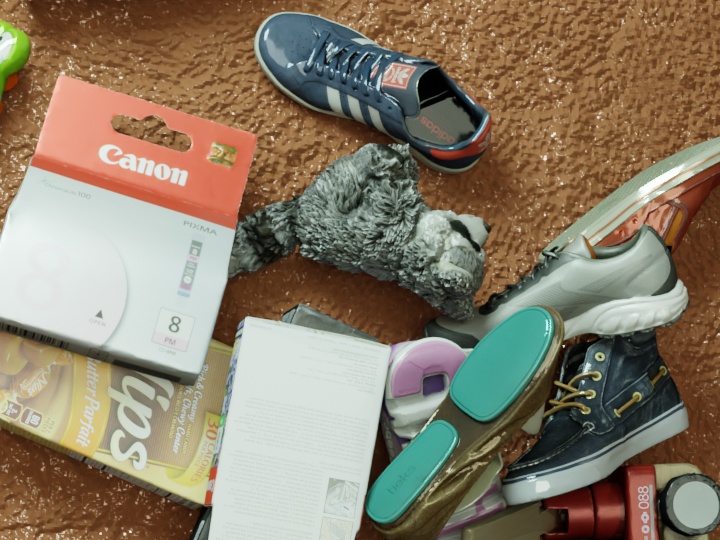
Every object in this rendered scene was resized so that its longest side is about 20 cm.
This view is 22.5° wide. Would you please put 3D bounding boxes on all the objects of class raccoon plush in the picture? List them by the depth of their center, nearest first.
[{"bbox_3d":[0.000,0.000,1.346,0.199,0.097,0.135,-30,68,13],"label":"raccoon plush"}]

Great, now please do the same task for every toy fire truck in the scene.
[{"bbox_3d":[0.169,0.233,1.338,0.198,0.129,0.177,-1,82,-3],"label":"toy fire truck"}]

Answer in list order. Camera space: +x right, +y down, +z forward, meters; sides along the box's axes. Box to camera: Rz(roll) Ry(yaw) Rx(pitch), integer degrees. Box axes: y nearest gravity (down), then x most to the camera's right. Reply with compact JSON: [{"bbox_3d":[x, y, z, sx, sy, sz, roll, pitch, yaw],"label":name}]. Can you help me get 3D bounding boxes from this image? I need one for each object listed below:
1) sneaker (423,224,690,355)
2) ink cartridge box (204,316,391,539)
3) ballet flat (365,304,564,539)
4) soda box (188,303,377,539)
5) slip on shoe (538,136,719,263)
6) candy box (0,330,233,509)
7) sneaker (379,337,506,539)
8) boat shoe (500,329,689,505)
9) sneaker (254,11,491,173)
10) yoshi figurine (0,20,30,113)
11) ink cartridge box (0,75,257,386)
[{"bbox_3d":[0.142,0.018,1.359,0.199,0.074,0.080,-15,102,11],"label":"sneaker"},{"bbox_3d":[-0.050,0.142,1.274,0.108,0.050,0.201,12,80,-10],"label":"ink cartridge box"},{"bbox_3d":[0.086,0.115,1.279,0.200,0.068,0.072,-53,132,1],"label":"ballet flat"},{"bbox_3d":[-0.059,0.130,1.332,0.070,0.063,0.201,24,78,-7],"label":"soda box"},{"bbox_3d":[0.232,-0.043,1.418,0.200,0.074,0.061,-36,97,-10],"label":"slip on shoe"},{"bbox_3d":[-0.185,0.082,1.317,0.199,0.055,0.116,24,76,-6],"label":"candy box"},{"bbox_3d":[0.053,0.137,1.350,0.080,0.088,0.201,-13,106,-15],"label":"sneaker"},{"bbox_3d":[0.164,0.105,1.350,0.200,0.071,0.091,-21,92,-44],"label":"boat shoe"},{"bbox_3d":[0.015,-0.146,1.380,0.199,0.085,0.075,25,77,-6],"label":"sneaker"},{"bbox_3d":[-0.328,-0.123,1.297,0.112,0.112,0.200,41,73,4],"label":"yoshi figurine"},{"bbox_3d":[-0.169,-0.035,1.297,0.162,0.057,0.201,17,76,-9],"label":"ink cartridge box"}]
